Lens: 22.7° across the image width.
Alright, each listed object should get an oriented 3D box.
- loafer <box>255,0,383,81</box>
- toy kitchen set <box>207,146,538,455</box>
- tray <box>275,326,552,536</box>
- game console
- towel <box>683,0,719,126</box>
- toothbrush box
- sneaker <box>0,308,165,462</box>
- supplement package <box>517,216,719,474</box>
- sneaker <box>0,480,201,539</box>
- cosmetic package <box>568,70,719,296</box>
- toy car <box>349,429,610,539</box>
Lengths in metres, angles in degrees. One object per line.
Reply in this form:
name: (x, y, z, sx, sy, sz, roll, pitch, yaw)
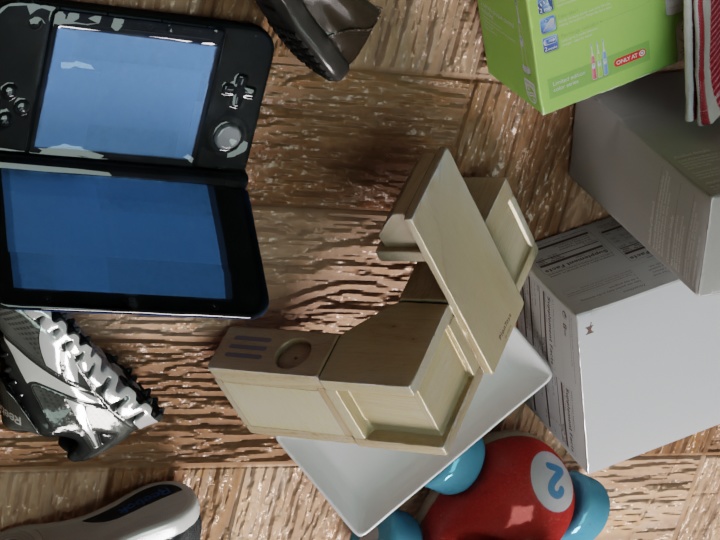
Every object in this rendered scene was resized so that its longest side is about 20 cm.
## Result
loafer: (-0.051, -0.214, 1.175, 0.071, 0.073, 0.200, -45, 132, -8)
toy kitchen set: (0.000, 0.000, 1.315, 0.200, 0.180, 0.163, -62, 140, -34)
tray: (0.042, 0.104, 1.401, 0.200, 0.022, 0.107, -40, 90, 0)
game console: (-0.148, -0.072, 1.173, 0.200, 0.118, 0.171, 3, 116, -27)
towel: (0.283, -0.208, 1.294, 0.200, 0.023, 0.144, -43, 136, -42)
toothbrush box: (0.157, -0.231, 1.246, 0.145, 0.086, 0.200, -23, 126, -15)
sneaker: (-0.225, 0.068, 1.248, 0.090, 0.066, 0.200, -40, 129, -2)
supplement package: (0.237, 0.042, 1.427, 0.200, 0.111, 0.156, -18, 124, -15)
sneaker: (-0.208, 0.243, 1.352, 0.200, 0.073, 0.112, -17, 122, -18)
cosmetic package: (0.244, -0.069, 1.313, 0.107, 0.200, 0.090, -8, 119, -18)
toy car: (0.127, 0.244, 1.434, 0.184, 0.200, 0.177, 26, 104, -35)
